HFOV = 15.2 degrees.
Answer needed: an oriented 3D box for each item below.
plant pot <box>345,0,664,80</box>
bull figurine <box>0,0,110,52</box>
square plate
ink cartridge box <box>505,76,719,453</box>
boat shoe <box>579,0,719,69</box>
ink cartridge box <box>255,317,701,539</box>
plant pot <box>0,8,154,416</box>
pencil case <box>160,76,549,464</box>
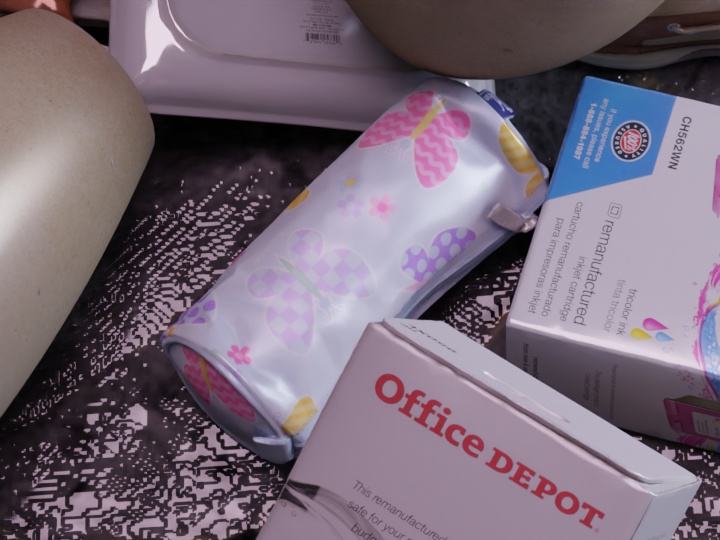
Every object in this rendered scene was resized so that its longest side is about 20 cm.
[{"bbox_3d":[0.060,-0.168,1.280,0.200,0.135,0.201,8,55,-12],"label":"plant pot"},{"bbox_3d":[-0.107,-0.155,1.381,0.200,0.065,0.122,-25,65,-10],"label":"bull figurine"},{"bbox_3d":[-0.026,-0.167,1.351,0.200,0.028,0.199,4,69,-16],"label":"square plate"},{"bbox_3d":[0.182,0.007,1.262,0.200,0.085,0.145,14,63,10],"label":"ink cartridge box"},{"bbox_3d":[0.169,-0.146,1.352,0.200,0.072,0.076,2,62,7],"label":"boat shoe"},{"bbox_3d":[0.032,0.139,1.149,0.144,0.084,0.200,31,101,19],"label":"ink cartridge box"},{"bbox_3d":[-0.196,-0.027,1.259,0.187,0.187,0.200,34,63,20],"label":"plant pot"},{"bbox_3d":[0.000,0.000,1.280,0.091,0.083,0.200,44,72,8],"label":"pencil case"}]
